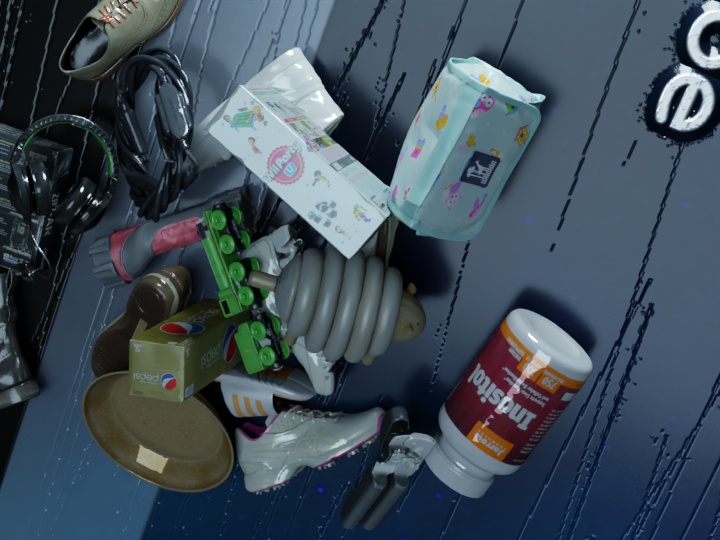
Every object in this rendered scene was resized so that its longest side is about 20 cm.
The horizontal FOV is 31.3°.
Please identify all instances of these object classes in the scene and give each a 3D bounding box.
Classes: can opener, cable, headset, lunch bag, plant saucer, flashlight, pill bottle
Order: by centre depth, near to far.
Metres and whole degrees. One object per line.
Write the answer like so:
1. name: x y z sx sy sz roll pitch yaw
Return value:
1. lunch bag: 0.105 -0.128 1.347 0.121 0.200 0.171 30 106 5
2. pill bottle: 0.160 0.152 1.438 0.113 0.113 0.201 35 107 4
3. cable: -0.236 -0.158 1.468 0.163 0.050 0.201 -55 49 46
4. can opener: 0.030 0.233 1.486 0.052 0.067 0.201 8 136 -19
5. headset: -0.359 -0.083 1.507 0.123 0.094 0.202 18 88 -20
6. flashlight: -0.219 -0.035 1.513 0.198 0.068 0.068 -15 111 16
7. plant saucer: -0.238 0.185 1.548 0.198 0.036 0.201 12 132 14

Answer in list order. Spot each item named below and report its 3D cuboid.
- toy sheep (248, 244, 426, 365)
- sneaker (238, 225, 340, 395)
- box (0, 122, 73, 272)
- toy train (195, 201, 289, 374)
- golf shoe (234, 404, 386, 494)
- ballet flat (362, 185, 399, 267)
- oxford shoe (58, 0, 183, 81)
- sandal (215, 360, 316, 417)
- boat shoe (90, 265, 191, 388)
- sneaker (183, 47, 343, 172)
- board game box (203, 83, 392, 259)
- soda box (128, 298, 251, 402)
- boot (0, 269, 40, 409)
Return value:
1. toy sheep: -0.025 0.036 1.384 0.198 0.138 0.139 10 105 -9
2. sneaker: -0.080 0.053 1.492 0.080 0.075 0.202 -20 89 7
3. box: -0.463 -0.102 1.568 0.198 0.044 0.162 18 105 9
4. toy train: -0.136 0.021 1.454 0.056 0.042 0.202 -21 89 34
5. golf shoe: -0.063 0.193 1.523 0.199 0.075 0.092 -24 89 14
6. ballet flat: 0.000 0.000 1.470 0.067 0.062 0.202 11 104 11
7. oxford shoe: -0.266 -0.289 1.465 0.070 0.075 0.200 43 107 3
8. sandal: -0.146 0.140 1.530 0.205 0.079 0.060 10 103 21
9. boat shoe: -0.255 0.068 1.542 0.075 0.075 0.202 44 130 1
10. sneaker: -0.113 -0.145 1.461 0.200 0.074 0.116 -38 88 16
11. board game box: -0.056 -0.109 1.355 0.200 0.148 0.064 42 101 0
12. soda box: -0.189 0.087 1.461 0.067 0.200 0.065 6 103 16
13. boot: -0.497 0.095 1.614 0.198 0.069 0.176 -16 92 12
